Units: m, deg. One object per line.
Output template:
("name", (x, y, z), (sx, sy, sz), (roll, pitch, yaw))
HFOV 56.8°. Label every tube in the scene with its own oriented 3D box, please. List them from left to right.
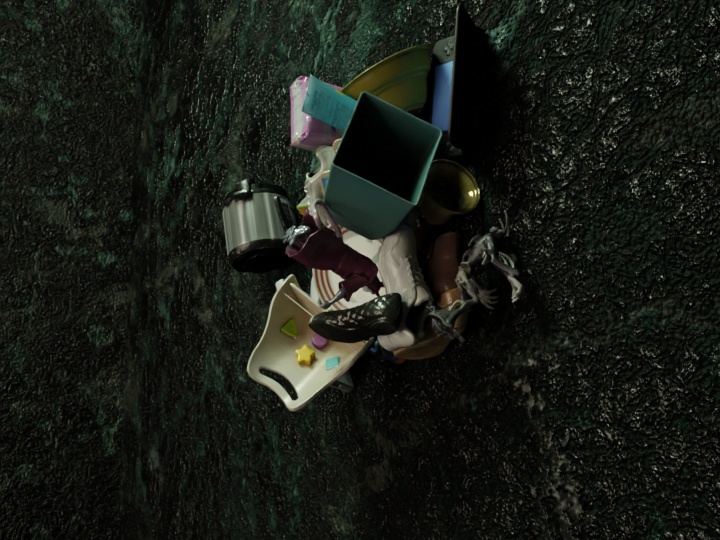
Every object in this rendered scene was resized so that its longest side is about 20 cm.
("tube", (-0.006, -0.251, 1.112), (0.051, 0.196, 0.078), (-61, -2, -45))

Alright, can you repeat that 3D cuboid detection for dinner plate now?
("dinner plate", (0.000, 0.000, 1.197), (0.194, 0.024, 0.208), (2, 94, 28))

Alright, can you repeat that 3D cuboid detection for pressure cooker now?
("pressure cooker", (-0.243, -0.115, 1.581), (0.175, 0.174, 0.206), (-38, 57, 51))

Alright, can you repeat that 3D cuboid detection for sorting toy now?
("sorting toy", (-0.103, 0.146, 1.177), (0.198, 0.180, 0.108), (35, 156, 19))

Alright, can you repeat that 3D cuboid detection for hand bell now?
("hand bell", (0.116, -0.080, 1.134), (0.202, 0.101, 0.107), (118, 141, -52))

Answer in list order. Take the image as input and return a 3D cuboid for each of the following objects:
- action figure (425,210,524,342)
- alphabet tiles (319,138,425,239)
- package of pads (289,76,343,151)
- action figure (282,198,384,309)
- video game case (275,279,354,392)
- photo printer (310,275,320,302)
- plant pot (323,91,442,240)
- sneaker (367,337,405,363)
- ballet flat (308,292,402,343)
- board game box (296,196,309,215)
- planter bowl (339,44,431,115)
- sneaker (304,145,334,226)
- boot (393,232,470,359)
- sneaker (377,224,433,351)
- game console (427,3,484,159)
("action figure", (0.183, 0.015, 0.988), (0.202, 0.101, 0.119), (-51, 0, -13))
("alphabet tiles", (0.028, -0.146, 1.181), (0.194, 0.015, 0.201), (-11, 109, 16))
("package of pads", (-0.042, -0.281, 1.266), (0.075, 0.195, 0.125), (-13, 74, 52))
("action figure", (-0.028, -0.024, 1.099), (0.150, 0.196, 0.136), (-52, 18, 30))
("video game case", (-0.090, 0.133, 1.336), (0.023, 0.181, 0.204), (-30, 58, 16))
("photo printer", (-0.051, -0.005, 1.335), (0.167, 0.067, 0.205), (-105, 29, -66))
("plant pot", (0.018, -0.144, 1.066), (0.201, 0.138, 0.144), (124, 169, -63))
("sneaker", (0.028, 0.077, 1.237), (0.076, 0.077, 0.203), (-55, 45, 37))
("ballet flat", (-0.007, 0.079, 1.080), (0.196, 0.066, 0.058), (-11, 48, 40))
("board game box", (-0.052, -0.160, 1.377), (0.096, 0.030, 0.198), (-49, 22, -23))
("planter bowl", (0.055, -0.300, 1.166), (0.199, 0.198, 0.085), (-28, 91, 52))
("sneaker", (-0.073, -0.137, 1.246), (0.076, 0.079, 0.205), (-110, 36, -64))
("boot", (0.118, 0.049, 1.134), (0.199, 0.071, 0.171), (-40, 44, 50))
("sneaker", (0.082, 0.026, 1.074), (0.098, 0.076, 0.207), (-7, 80, 50))
("game console", (0.134, -0.294, 1.073), (0.174, 0.114, 0.207), (7, 92, 56))
